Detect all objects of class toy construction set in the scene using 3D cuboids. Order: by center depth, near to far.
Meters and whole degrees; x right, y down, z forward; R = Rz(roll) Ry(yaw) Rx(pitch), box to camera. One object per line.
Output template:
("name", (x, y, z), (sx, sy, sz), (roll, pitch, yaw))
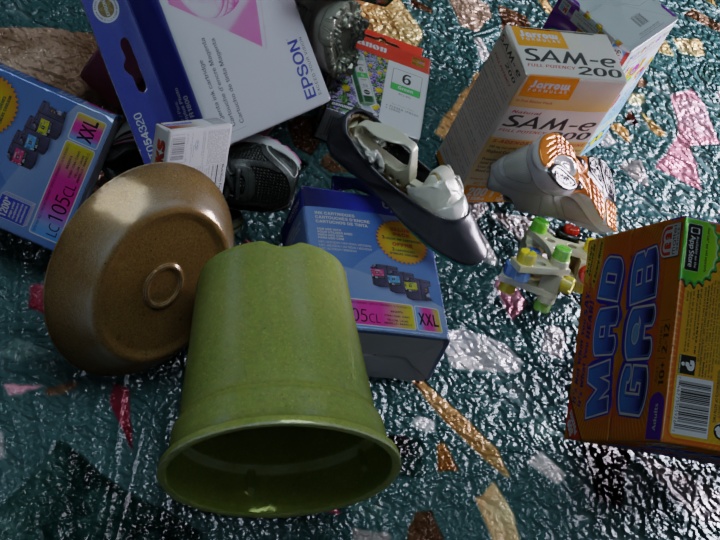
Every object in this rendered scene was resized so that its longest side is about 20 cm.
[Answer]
("toy construction set", (0.237, 0.012, 1.546), (0.199, 0.093, 0.131), (28, 21, -11))

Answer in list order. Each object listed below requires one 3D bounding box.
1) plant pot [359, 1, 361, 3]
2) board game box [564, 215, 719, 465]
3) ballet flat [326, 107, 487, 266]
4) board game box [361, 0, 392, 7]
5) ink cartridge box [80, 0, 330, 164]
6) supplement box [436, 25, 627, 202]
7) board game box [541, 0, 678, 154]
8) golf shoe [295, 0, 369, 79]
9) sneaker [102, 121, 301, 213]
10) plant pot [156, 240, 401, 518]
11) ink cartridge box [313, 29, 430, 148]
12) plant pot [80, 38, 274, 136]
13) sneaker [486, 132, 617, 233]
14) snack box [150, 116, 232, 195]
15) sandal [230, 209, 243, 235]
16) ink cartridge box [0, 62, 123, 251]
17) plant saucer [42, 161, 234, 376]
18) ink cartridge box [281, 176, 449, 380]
("plant pot", (-0.041, -0.385, 1.715), (0.198, 0.140, 0.202), (12, 49, -15))
("board game box", (0.333, 0.076, 1.411), (0.198, 0.200, 0.202), (11, 81, -16))
("ballet flat", (0.049, -0.086, 1.437), (0.200, 0.073, 0.073), (42, 48, 14))
("board game box", (-0.033, -0.313, 1.461), (0.105, 0.023, 0.200), (55, 21, 11))
("ink cartridge box", (-0.142, -0.215, 1.380), (0.199, 0.043, 0.198), (-28, 103, -34))
("supplement box", (0.178, -0.160, 1.586), (0.125, 0.201, 0.074), (0, 52, -23))
("board game box", (0.247, -0.223, 1.669), (0.103, 0.201, 0.105), (43, 49, 14))
("golf shoe", (-0.048, -0.244, 1.528), (0.096, 0.079, 0.200), (20, 3, 1))
("sneaker", (-0.156, -0.086, 1.421), (0.198, 0.081, 0.086), (8, 27, 16))
("plant pot", (-0.071, 0.085, 1.253), (0.198, 0.201, 0.186), (7, 58, -19))
("ink cartridge box", (0.019, -0.214, 1.661), (0.108, 0.051, 0.201), (18, 48, -9))
("plant pot", (-0.151, -0.210, 1.500), (0.179, 0.200, 0.201), (41, 46, -8))
("sneaker", (0.204, -0.087, 1.588), (0.199, 0.091, 0.077), (30, 54, -50))
("snack box", (-0.161, -0.035, 1.331), (0.024, 0.202, 0.071), (28, 27, 37))
("sandal", (-0.185, -0.021, 1.407), (0.079, 0.058, 0.200), (33, 29, 30))
("ink cartridge box", (-0.335, -0.117, 1.359), (0.198, 0.138, 0.076), (23, 2, -4))
("plant saucer", (-0.179, 0.007, 1.289), (0.199, 0.202, 0.035), (-22, 38, -36))
("ink cartridge box", (0.000, 0.000, 1.451), (0.135, 0.077, 0.201), (7, 48, -20))
